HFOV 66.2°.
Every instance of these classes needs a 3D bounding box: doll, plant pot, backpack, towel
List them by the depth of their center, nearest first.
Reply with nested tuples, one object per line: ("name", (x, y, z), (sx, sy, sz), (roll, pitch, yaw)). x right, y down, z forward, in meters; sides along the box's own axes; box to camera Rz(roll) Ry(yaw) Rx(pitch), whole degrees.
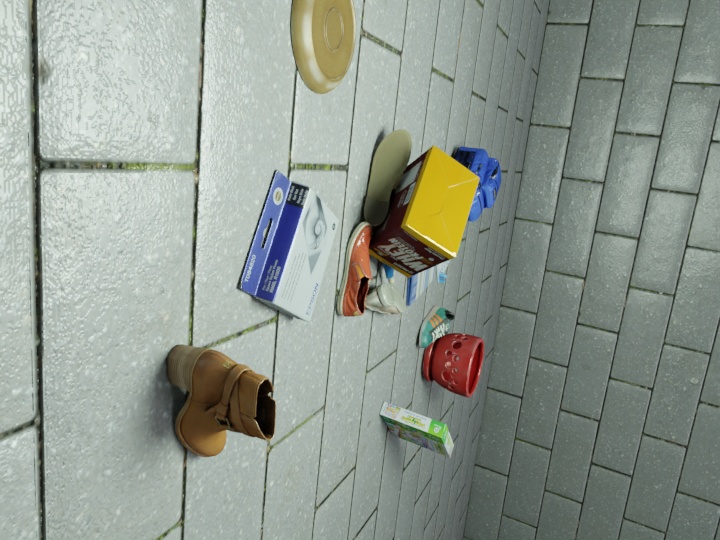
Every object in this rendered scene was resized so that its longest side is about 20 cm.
("plant pot", (-0.052, -0.401, 0.918), (0.200, 0.027, 0.207), (-44, 139, -55))
("doll", (0.085, -0.037, 1.372), (0.199, 0.047, 0.142), (16, 85, -67))
("towel", (0.184, 0.000, 1.649), (0.199, 0.023, 0.152), (-40, 138, -53))
("backpack", (0.345, -0.262, 1.731), (0.204, 0.163, 0.164), (-63, 146, -23))
("plant pot", (0.315, 0.311, 1.894), (0.200, 0.177, 0.207), (-43, 139, -53))

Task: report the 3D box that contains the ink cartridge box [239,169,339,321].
("ink cartridge box", (-0.110, -0.034, 0.932), (0.200, 0.039, 0.206), (39, 64, -64))

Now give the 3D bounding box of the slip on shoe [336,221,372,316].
("slip on shoe", (0.000, 0.000, 1.179), (0.074, 0.059, 0.207), (19, 82, -64))

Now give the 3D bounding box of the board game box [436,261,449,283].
("board game box", (0.298, -0.094, 1.865), (0.204, 0.025, 0.202), (78, 33, -42))

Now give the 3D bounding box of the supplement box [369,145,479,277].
("supplement box", (0.132, -0.122, 1.215), (0.199, 0.130, 0.202), (-27, -142, 62))

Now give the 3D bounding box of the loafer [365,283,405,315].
("loafer", (0.060, 0.074, 1.369), (0.199, 0.061, 0.074), (27, 44, -69))

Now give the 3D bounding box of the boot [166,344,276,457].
("boot", (-0.174, 0.196, 0.748), (0.077, 0.151, 0.206), (-42, 138, -53))

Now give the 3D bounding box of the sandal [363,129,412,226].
("sandal", (0.053, -0.204, 1.226), (0.070, 0.075, 0.219), (176, -68, -87))

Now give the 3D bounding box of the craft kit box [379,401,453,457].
("craft kit box", (0.167, 0.464, 1.607), (0.050, 0.192, 0.202), (-66, 153, -26))

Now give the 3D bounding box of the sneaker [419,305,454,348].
("sneaker", (0.252, 0.187, 1.817), (0.201, 0.077, 0.073), (-50, 144, -47))
